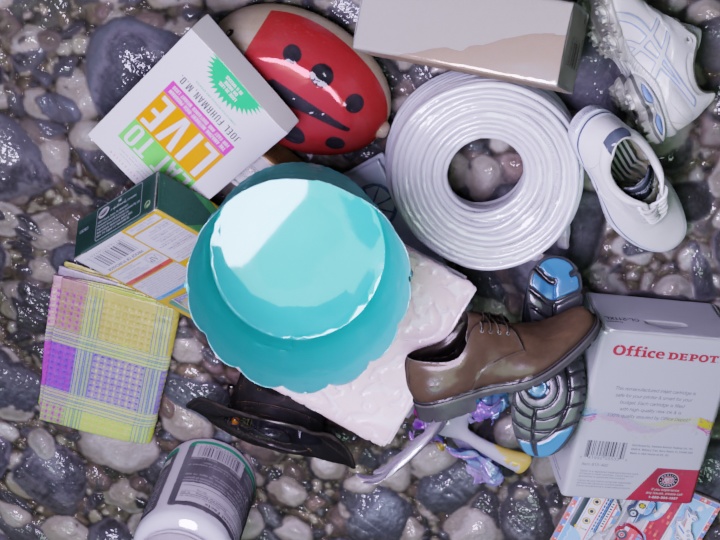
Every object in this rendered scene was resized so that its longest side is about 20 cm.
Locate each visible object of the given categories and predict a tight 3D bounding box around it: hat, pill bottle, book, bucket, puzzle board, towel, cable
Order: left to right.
[{"bbox_3d":[-0.279,0.094,1.754,0.142,0.023,0.202,14,118,1],"label":"towel"},{"bbox_3d":[-0.184,0.281,1.731,0.112,0.201,0.114,3,117,7],"label":"pill bottle"},{"bbox_3d":[-0.163,-0.143,1.559,0.134,0.048,0.200,48,134,-7],"label":"book"},{"bbox_3d":[-0.082,0.144,1.698,0.199,0.201,0.082,21,74,-2],"label":"hat"},{"bbox_3d":[-0.057,0.000,1.457,0.204,0.135,0.210,0,103,-2],"label":"bucket"},{"bbox_3d":[-0.015,0.049,1.557,0.199,0.032,0.192,28,101,-8],"label":"towel"},{"bbox_3d":[0.122,-0.099,1.565,0.197,0.069,0.202,5,113,1],"label":"cable"},{"bbox_3d":[0.292,0.310,1.778,0.149,0.017,0.202,22,116,-3],"label":"puzzle board"}]

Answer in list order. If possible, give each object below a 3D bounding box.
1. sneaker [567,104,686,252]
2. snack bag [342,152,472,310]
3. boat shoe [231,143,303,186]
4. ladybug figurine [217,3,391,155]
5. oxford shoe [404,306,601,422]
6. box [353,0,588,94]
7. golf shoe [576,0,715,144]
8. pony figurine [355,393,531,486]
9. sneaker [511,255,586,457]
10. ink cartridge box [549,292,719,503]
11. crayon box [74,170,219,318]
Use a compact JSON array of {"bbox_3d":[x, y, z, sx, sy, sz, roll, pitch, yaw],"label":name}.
[{"bbox_3d":[0.265,-0.074,1.530,0.073,0.071,0.200,-44,129,3],"label":"sneaker"},{"bbox_3d":[0.000,0.000,1.667,0.187,0.021,0.201,-29,108,21],"label":"snack bag"},{"bbox_3d":[-0.062,-0.062,1.602,0.200,0.071,0.070,42,116,7],"label":"boat shoe"},{"bbox_3d":[-0.061,-0.180,1.554,0.198,0.072,0.137,25,116,0],"label":"ladybug figurine"},{"bbox_3d":[0.136,0.072,1.525,0.198,0.073,0.085,-22,110,-3],"label":"oxford shoe"},{"bbox_3d":[0.102,-0.222,1.471,0.198,0.095,0.079,13,96,18],"label":"box"},{"bbox_3d":[0.270,-0.224,1.503,0.096,0.078,0.202,-27,113,-4],"label":"golf shoe"},{"bbox_3d":[0.093,0.146,1.667,0.199,0.167,0.193,35,110,-26],"label":"pony figurine"},{"bbox_3d":[0.194,0.087,1.611,0.072,0.082,0.203,8,90,4],"label":"sneaker"},{"bbox_3d":[0.288,0.132,1.640,0.144,0.083,0.202,5,117,-9],"label":"ink cartridge box"},{"bbox_3d":[-0.175,-0.015,1.623,0.125,0.052,0.199,-27,139,33],"label":"crayon box"}]
